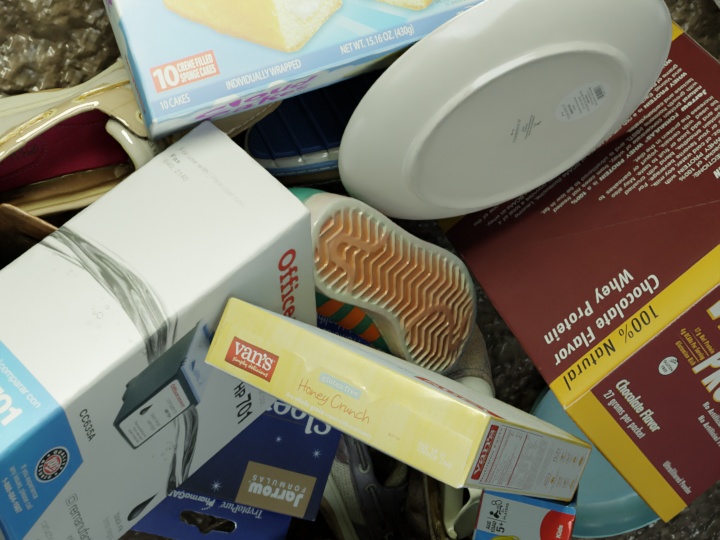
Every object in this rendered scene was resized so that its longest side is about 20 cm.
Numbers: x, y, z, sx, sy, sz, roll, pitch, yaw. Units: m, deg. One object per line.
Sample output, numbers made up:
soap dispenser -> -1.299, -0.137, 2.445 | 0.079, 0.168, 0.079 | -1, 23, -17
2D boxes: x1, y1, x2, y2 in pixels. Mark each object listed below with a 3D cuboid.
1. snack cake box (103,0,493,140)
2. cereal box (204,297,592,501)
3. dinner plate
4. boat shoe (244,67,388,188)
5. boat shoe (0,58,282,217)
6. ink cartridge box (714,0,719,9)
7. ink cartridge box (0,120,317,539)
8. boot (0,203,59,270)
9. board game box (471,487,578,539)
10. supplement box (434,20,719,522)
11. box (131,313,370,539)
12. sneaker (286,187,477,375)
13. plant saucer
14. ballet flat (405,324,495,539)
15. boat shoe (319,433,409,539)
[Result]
snack cake box -> -0.030, -0.153, 0.722 | 0.197, 0.067, 0.117 | -19, 91, -10
cereal box -> 0.027, 0.070, 0.723 | 0.040, 0.142, 0.200 | -67, 155, -1
dinner plate -> 0.083, -0.082, 0.774 | 0.198, 0.024, 0.201 | -21, 154, -11
boat shoe -> 0.031, -0.078, 0.831 | 0.197, 0.073, 0.073 | -16, 136, -7
boat shoe -> -0.126, -0.071, 0.770 | 0.197, 0.069, 0.074 | -21, 129, -8
ink cartridge box -> 0.272, -0.228, 0.801 | 0.197, 0.043, 0.201 | -38, 107, 8
ink cartridge box -> -0.118, 0.045, 0.715 | 0.199, 0.086, 0.147 | -39, 153, -23
boot -> -0.177, 0.022, 0.775 | 0.198, 0.078, 0.155 | 11, 141, -28
board game box -> 0.090, 0.216, 0.889 | 0.055, 0.200, 0.199 | 12, 94, 9
supplement box -> 0.185, -0.004, 0.863 | 0.197, 0.201, 0.133 | -40, 128, 7
box -> -0.061, 0.074, 0.868 | 0.120, 0.032, 0.203 | 19, 89, -32
sneaker -> 0.000, 0.000, 0.841 | 0.200, 0.079, 0.072 | 39, 77, -51
plant saucer -> 0.201, 0.114, 1.062 | 0.197, 0.028, 0.203 | -11, 125, -15
ballet flat -> 0.068, 0.119, 0.982 | 0.067, 0.067, 0.202 | -15, 127, -17
boat shoe -> 0.003, 0.145, 0.972 | 0.064, 0.072, 0.201 | -27, 123, 3
